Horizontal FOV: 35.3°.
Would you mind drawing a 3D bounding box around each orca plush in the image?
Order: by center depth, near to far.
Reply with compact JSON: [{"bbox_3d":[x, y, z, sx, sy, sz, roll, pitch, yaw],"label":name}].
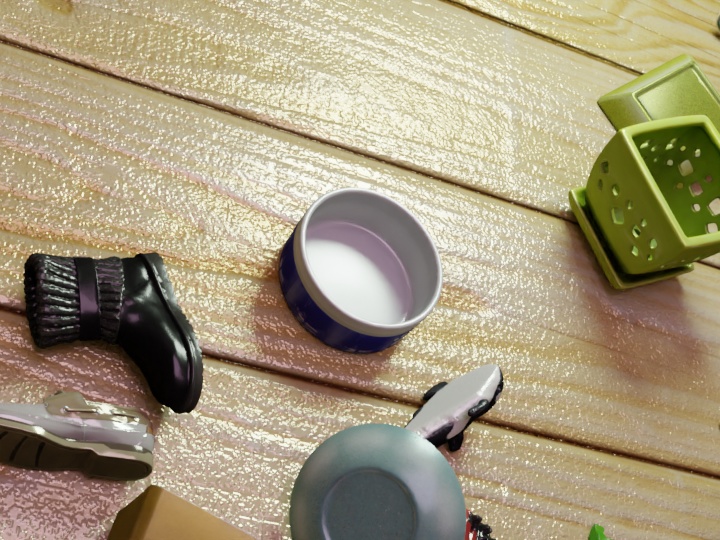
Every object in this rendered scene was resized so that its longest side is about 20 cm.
[{"bbox_3d":[0.111,0.197,1.377,0.200,0.105,0.072,-44,118,-42],"label":"orca plush"}]

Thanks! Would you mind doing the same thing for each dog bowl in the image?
[{"bbox_3d":[0.000,0.000,1.427,0.198,0.079,0.202,14,56,-22],"label":"dog bowl"}]

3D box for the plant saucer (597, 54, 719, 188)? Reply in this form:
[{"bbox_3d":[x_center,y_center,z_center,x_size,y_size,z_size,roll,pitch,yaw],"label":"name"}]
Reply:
[{"bbox_3d":[0.524,-0.250,1.849,0.199,0.048,0.201,-28,77,-18],"label":"plant saucer"}]

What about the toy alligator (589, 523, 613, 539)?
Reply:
[{"bbox_3d":[0.286,0.392,1.363,0.059,0.054,0.201,27,52,-11],"label":"toy alligator"}]

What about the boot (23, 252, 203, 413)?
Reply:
[{"bbox_3d":[-0.273,0.070,1.230,0.157,0.080,0.212,-3,53,-38],"label":"boot"}]

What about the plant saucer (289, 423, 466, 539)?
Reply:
[{"bbox_3d":[0.013,0.266,1.216,0.199,0.039,0.203,-2,82,13],"label":"plant saucer"}]

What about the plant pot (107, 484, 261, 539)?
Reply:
[{"bbox_3d":[-0.167,0.341,1.067,0.199,0.200,0.177,30,63,-10],"label":"plant pot"}]

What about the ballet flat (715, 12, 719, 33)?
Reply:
[{"bbox_3d":[0.745,-0.439,2.124,0.199,0.069,0.070,27,52,-14],"label":"ballet flat"}]

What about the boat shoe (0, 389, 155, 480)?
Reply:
[{"bbox_3d":[-0.309,0.163,1.167,0.199,0.075,0.069,19,48,-27],"label":"boat shoe"}]

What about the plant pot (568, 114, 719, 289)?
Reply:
[{"bbox_3d":[0.436,-0.089,1.657,0.198,0.182,0.201,-12,68,-34],"label":"plant pot"}]

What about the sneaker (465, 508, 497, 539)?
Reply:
[{"bbox_3d":[0.087,0.303,1.300,0.201,0.097,0.071,53,34,-21],"label":"sneaker"}]
